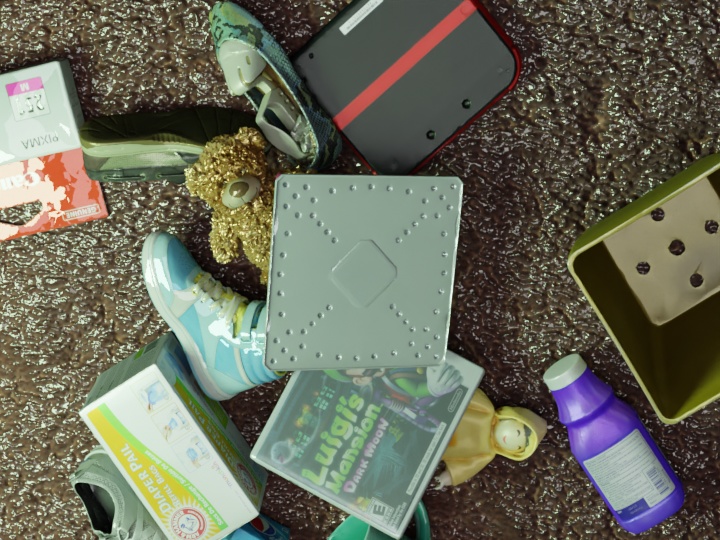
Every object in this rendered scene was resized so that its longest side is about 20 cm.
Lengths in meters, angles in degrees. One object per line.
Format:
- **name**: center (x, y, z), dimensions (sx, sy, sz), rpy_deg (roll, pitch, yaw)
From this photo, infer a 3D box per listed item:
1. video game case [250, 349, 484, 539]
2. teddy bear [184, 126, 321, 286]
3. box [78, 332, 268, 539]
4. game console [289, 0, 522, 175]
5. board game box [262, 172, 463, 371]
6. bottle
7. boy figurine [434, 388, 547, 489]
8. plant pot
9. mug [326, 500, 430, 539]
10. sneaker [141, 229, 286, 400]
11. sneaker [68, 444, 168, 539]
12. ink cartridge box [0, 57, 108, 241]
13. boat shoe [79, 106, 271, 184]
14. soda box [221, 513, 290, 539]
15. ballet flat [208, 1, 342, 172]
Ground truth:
- **video game case**: center (0.008, 0.151, 1.701), dimensions (0.180, 0.023, 0.202), rpy_deg (27, 80, 7)
- **teddy bear**: center (-0.096, -0.051, 1.653), dimensions (0.143, 0.067, 0.201), rpy_deg (-5, 135, 11)
- **box**: center (-0.196, 0.188, 1.731), dimensions (0.101, 0.113, 0.201), rpy_deg (-31, 103, 10)
- **game console**: center (0.048, -0.209, 1.662), dimensions (0.200, 0.031, 0.177), rpy_deg (-40, 95, 11)
- **board game box**: center (0.000, 0.000, 1.637), dimensions (0.197, 0.026, 0.203), rpy_deg (0, 106, -19)
- **bottle**: center (0.268, 0.183, 1.735), dimensions (0.083, 0.065, 0.201), rpy_deg (-33, 101, 9)
- **boy figurine**: center (0.102, 0.178, 1.742), dimensions (0.197, 0.064, 0.126), rpy_deg (4, 102, 4)
- **plant pot**: center (0.332, -0.001, 1.626), dimensions (0.199, 0.177, 0.201), rpy_deg (-31, 101, 10)
- **mug**: center (0.019, 0.341, 1.742), dimensions (0.114, 0.152, 0.186), rpy_deg (36, 103, -10)
- **sneaker**: center (-0.137, 0.035, 1.687), dimensions (0.129, 0.080, 0.201), rpy_deg (-14, 115, 31)
- **sneaker**: center (-0.254, 0.290, 1.757), dimensions (0.075, 0.082, 0.201), rpy_deg (-37, 87, 30)
- **ink cartridge box**: center (-0.382, -0.115, 1.694), dimensions (0.197, 0.044, 0.176), rpy_deg (-13, 103, 5)
- **boat shoe**: center (-0.191, -0.124, 1.674), dimensions (0.198, 0.072, 0.067), rpy_deg (-2, 131, -10)
- **soda box**: center (-0.154, 0.365, 1.798), dimensions (0.064, 0.068, 0.201), rpy_deg (29, 104, -6)
- **ballet flat**: center (-0.095, -0.183, 1.643), dimensions (0.074, 0.074, 0.200), rpy_deg (-39, 98, 11)
